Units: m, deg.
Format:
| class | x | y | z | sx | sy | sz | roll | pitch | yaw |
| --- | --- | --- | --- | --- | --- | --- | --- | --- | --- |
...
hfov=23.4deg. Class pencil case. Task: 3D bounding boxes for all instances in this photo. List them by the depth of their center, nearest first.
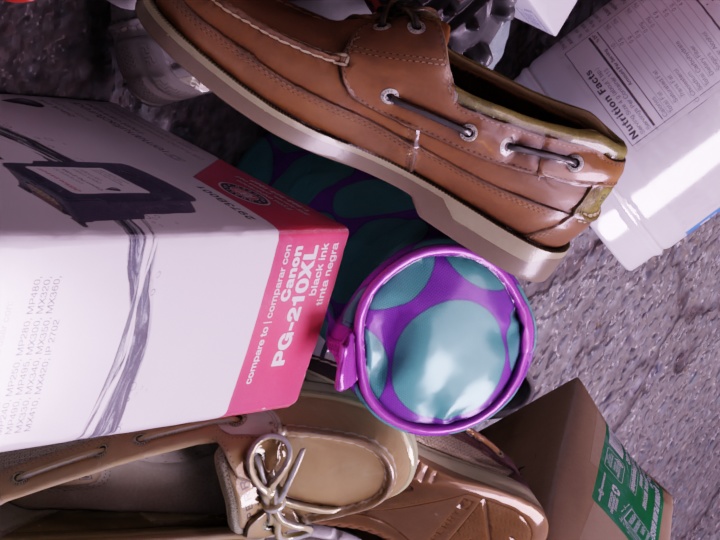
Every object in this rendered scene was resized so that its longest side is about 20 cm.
| class | x | y | z | sx | sy | sz | roll | pitch | yaw |
| --- | --- | --- | --- | --- | --- | --- | --- | --- | --- |
| pencil case | 0.000 | 0.000 | 0.775 | 0.092 | 0.200 | 0.086 | -4 | 109 | -20 |

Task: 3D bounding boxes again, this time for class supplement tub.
| class | x | y | z | sx | sy | sz | roll | pitch | yaw |
| --- | --- | --- | --- | --- | --- | --- | --- | --- | --- |
| supplement tub | 0.192 | -0.108 | 0.960 | 0.200 | 0.132 | 0.132 | -38 | 149 | 10 |

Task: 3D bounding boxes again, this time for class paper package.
| class | x | y | z | sx | sy | sz | roll | pitch | yaw |
| --- | --- | --- | --- | --- | --- | --- | --- | --- | --- |
| paper package | 0.069 | 0.183 | 0.960 | 0.190 | 0.104 | 0.200 | -32 | -165 | 25 |

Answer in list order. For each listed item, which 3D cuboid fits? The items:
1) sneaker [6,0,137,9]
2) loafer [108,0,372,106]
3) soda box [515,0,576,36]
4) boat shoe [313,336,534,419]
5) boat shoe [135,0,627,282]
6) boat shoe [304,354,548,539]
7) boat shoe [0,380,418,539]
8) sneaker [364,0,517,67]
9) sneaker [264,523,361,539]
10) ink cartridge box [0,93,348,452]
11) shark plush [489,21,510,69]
| class | x | y | z | sx | sy | sz | roll | pitch | yaw |
| --- | --- | --- | --- | --- | --- | --- | --- | --- | --- |
| sneaker | -0.126 | -0.143 | 0.609 | 0.199 | 0.070 | 0.094 | 6 | 104 | -58 |
| loafer | -0.023 | -0.127 | 0.761 | 0.199 | 0.070 | 0.070 | -22 | 101 | -41 |
| soda box | 0.054 | -0.193 | 0.827 | 0.068 | 0.063 | 0.200 | -58 | 148 | -3 |
| boat shoe | 0.038 | 0.054 | 0.995 | 0.072 | 0.066 | 0.200 | -61 | 148 | 2 |
| boat shoe | 0.012 | -0.075 | 0.677 | 0.199 | 0.072 | 0.068 | 28 | 115 | -16 |
| boat shoe | 0.002 | 0.077 | 0.827 | 0.199 | 0.072 | 0.072 | 26 | 120 | -22 |
| boat shoe | -0.075 | 0.093 | 0.754 | 0.063 | 0.199 | 0.074 | -79 | 167 | -56 |
| sneaker | -0.004 | -0.170 | 0.707 | 0.071 | 0.098 | 0.201 | -40 | 119 | -18 |
| sneaker | -0.073 | 0.167 | 0.829 | 0.199 | 0.080 | 0.074 | 4 | 136 | -13 |
| ink cartridge box | -0.126 | -0.006 | 0.648 | 0.199 | 0.144 | 0.085 | -3 | 116 | -53 |
| shark plush | 0.032 | -0.065 | 0.854 | 0.090 | 0.084 | 0.200 | -24 | -179 | -7 |
